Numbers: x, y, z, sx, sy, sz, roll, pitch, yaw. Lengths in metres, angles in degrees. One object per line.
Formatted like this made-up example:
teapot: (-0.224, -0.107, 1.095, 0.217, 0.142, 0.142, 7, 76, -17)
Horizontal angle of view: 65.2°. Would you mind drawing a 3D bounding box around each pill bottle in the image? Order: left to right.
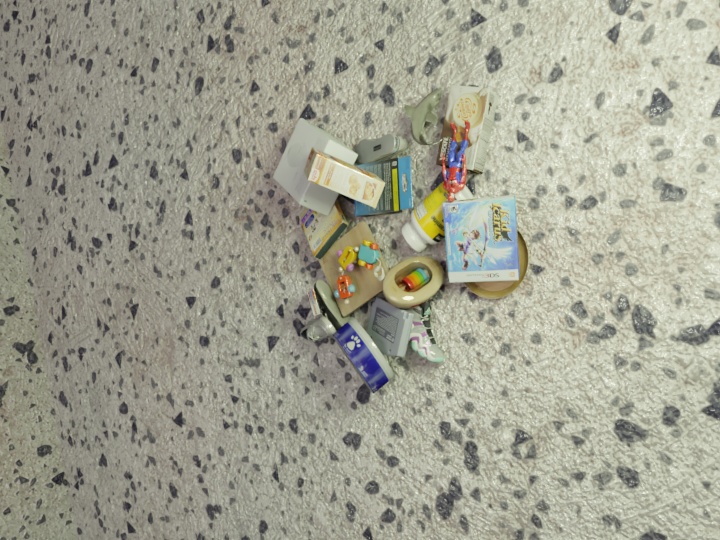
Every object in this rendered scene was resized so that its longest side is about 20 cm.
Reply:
pill bottle: (0.206, -0.146, 1.504, 0.199, 0.111, 0.114, -42, 70, 26)

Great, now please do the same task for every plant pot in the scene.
plant pot: (0.344, -0.031, 1.466, 0.194, 0.027, 0.209, 1, 92, 32)

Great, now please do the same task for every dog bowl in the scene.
dog bowl: (0.007, 0.239, 1.581, 0.078, 0.201, 0.201, -36, 68, -8)

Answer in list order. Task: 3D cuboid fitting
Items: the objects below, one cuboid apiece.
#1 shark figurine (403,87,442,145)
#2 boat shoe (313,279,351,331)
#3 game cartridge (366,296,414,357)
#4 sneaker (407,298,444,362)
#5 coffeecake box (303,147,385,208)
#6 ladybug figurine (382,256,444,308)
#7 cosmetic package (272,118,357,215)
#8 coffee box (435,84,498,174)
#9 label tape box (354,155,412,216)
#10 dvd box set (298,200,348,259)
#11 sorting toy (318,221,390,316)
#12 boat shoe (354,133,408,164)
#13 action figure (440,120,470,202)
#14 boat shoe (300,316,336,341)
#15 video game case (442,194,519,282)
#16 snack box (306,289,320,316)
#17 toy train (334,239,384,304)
shark figurine: (0.150, -0.402, 1.509, 0.126, 0.089, 0.220, -25, 42, 40)
boat shoe: (-0.088, 0.121, 1.686, 0.059, 0.075, 0.202, -26, 112, 26)
game cartridge: (0.078, 0.160, 1.555, 0.199, 0.040, 0.138, 25, 99, 63)
sneaker: (0.178, 0.143, 1.546, 0.199, 0.077, 0.142, 41, 112, 25)
coffeecake box: (-0.047, -0.251, 1.511, 0.154, 0.194, 0.075, -118, 50, -69)
ladybug figurine: (0.144, 0.037, 1.523, 0.136, 0.196, 0.073, 48, 153, 30)
cosmetic package: (-0.137, -0.309, 1.679, 0.200, 0.121, 0.204, 45, 111, 46)
coffee box: (0.278, -0.367, 1.472, 0.111, 0.079, 0.208, 16, 99, 31)
label tape box: (0.075, -0.237, 1.615, 0.194, 0.063, 0.150, -3, 88, 33)
dvd box set: (-0.117, -0.156, 1.717, 0.147, 0.029, 0.203, -49, 44, 24)
sorting toy: (-0.004, -0.003, 1.666, 0.197, 0.069, 0.205, -34, 72, 28)
boat shoe: (0.059, -0.350, 1.623, 0.197, 0.064, 0.075, -8, 83, 54)
action figure: (0.235, -0.269, 1.399, 0.063, 0.051, 0.208, 2, 80, 26)
boat shoe: (-0.133, 0.183, 1.696, 0.073, 0.068, 0.198, 56, 158, -15)
video game case: (0.301, -0.076, 1.403, 0.175, 0.045, 0.208, -3, 105, 20)
snack box: (-0.142, 0.096, 1.691, 0.023, 0.200, 0.074, -16, 89, -6)
toy train: (0.000, 0.000, 1.588, 0.197, 0.055, 0.155, -26, 74, 39)
